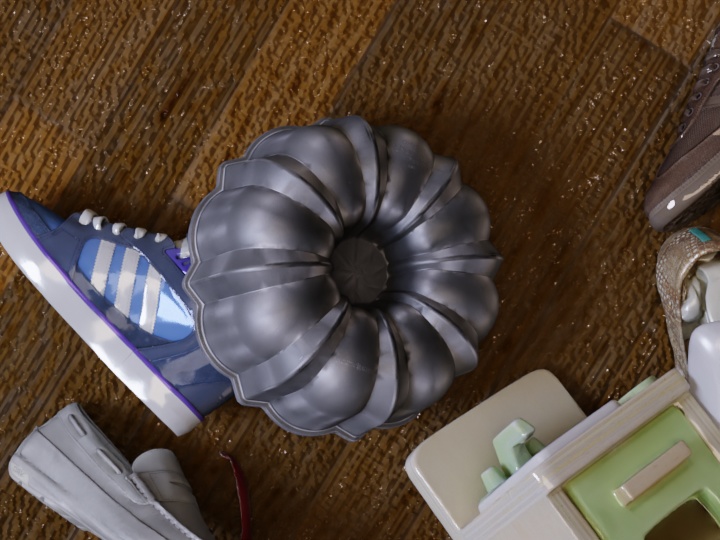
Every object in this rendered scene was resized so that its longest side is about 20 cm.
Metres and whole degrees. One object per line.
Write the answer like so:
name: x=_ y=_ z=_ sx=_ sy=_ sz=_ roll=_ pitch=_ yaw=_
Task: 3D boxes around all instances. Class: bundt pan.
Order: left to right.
bundt pan: x=0.000 y=0.000 z=0.741 sx=0.201 sy=0.076 sz=0.203 roll=3 pitch=82 yaw=-23

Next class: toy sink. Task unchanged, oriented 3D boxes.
toy sink: x=0.144 y=0.140 z=0.714 sx=0.130 sy=0.112 sz=0.200 roll=-26 pitch=73 yaw=-33

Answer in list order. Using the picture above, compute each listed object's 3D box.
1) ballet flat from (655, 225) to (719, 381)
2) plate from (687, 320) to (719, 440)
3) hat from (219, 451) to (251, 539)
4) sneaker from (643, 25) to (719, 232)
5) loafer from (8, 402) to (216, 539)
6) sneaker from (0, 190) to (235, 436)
ballet flat: x=0.230 y=0.071 z=0.775 sx=0.070 sy=0.065 sz=0.201 roll=-18 pitch=89 yaw=0
plate: x=0.294 y=0.111 z=0.739 sx=0.198 sy=0.032 sz=0.201 roll=-7 pitch=119 yaw=0
hat: x=-0.050 y=0.269 z=0.811 sx=0.165 sy=0.176 sz=0.201 roll=20 pitch=115 yaw=-20
sneaker: x=0.239 y=-0.111 z=0.785 sx=0.200 sy=0.070 sz=0.076 roll=-44 pitch=71 yaw=-4
loafer: x=-0.132 y=0.143 z=0.764 sx=0.199 sy=0.070 sz=0.070 roll=26 pitch=71 yaw=28
sneaker: x=-0.124 y=-0.010 z=0.793 sx=0.146 sy=0.081 sz=0.200 roll=-42 pitch=83 yaw=-9
